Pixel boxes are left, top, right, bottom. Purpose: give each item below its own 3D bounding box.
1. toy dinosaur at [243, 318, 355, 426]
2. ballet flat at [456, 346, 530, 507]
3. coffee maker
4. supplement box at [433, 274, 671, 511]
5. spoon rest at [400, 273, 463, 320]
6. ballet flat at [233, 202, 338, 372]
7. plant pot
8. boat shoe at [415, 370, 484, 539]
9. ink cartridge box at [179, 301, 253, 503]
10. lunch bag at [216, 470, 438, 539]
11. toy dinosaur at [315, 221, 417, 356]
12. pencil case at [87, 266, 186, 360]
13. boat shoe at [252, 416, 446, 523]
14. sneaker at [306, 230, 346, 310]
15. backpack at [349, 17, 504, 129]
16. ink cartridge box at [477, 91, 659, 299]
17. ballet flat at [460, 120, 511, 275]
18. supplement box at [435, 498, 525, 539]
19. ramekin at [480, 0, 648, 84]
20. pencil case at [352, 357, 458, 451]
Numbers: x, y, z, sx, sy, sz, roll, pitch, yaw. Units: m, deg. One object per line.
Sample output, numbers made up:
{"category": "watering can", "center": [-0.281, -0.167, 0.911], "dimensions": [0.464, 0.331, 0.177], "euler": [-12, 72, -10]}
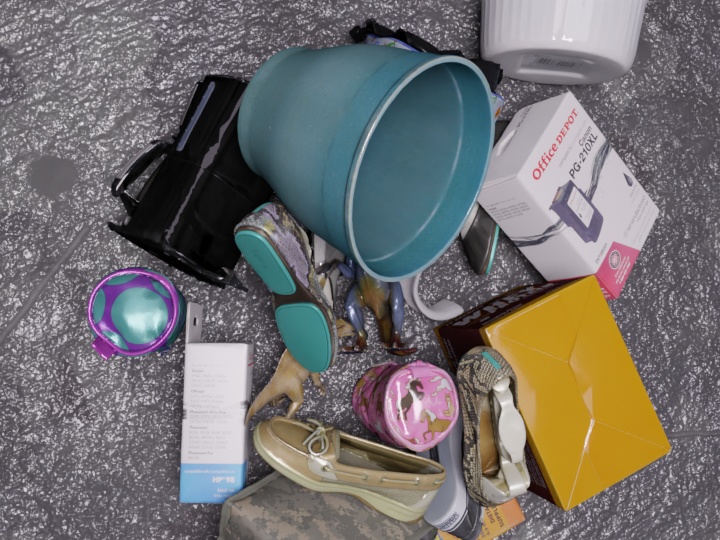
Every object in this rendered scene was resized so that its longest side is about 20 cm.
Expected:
{"category": "toy dinosaur", "center": [-0.081, 0.122, 0.855], "dimensions": [0.058, 0.102, 0.200], "euler": [26, 44, 24]}
{"category": "ballet flat", "center": [0.134, 0.170, 0.748], "dimensions": [0.067, 0.075, 0.203], "euler": [-19, 118, -17]}
{"category": "coffee maker", "center": [-0.146, -0.092, 0.831], "dimensions": [0.190, 0.135, 0.202], "euler": [24, 80, 21]}
{"category": "supplement box", "center": [0.201, 0.126, 0.863], "dimensions": [0.131, 0.200, 0.199], "euler": [-24, 90, -11]}
{"category": "spoon rest", "center": [0.065, -0.024, 0.880], "dimensions": [0.060, 0.099, 0.202], "euler": [-33, 120, -24]}
{"category": "ballet flat", "center": [-0.060, 0.014, 0.773], "dimensions": [0.072, 0.072, 0.202], "euler": [-31, 127, -12]}
{"category": "plant pot", "center": [-0.007, -0.119, 0.720], "dimensions": [0.187, 0.200, 0.201], "euler": [28, 78, 35]}
{"category": "boat shoe", "center": [0.109, 0.206, 0.871], "dimensions": [0.068, 0.201, 0.073], "euler": [36, 119, -26]}
{"category": "ink cartridge box", "center": [-0.152, 0.138, 0.836], "dimensions": [0.066, 0.116, 0.203], "euler": [2, 86, -5]}
{"category": "lunch bag", "center": [-0.030, 0.278, 0.800], "dimensions": [0.163, 0.199, 0.119], "euler": [29, 117, 27]}
{"category": "toy dinosaur", "center": [0.000, 0.000, 0.867], "dimensions": [0.103, 0.200, 0.184], "euler": [-5, 78, 8]}
{"category": "pencil case", "center": [-0.224, 0.047, 0.789], "dimensions": [0.085, 0.200, 0.092], "euler": [46, 78, -4]}
{"category": "boat shoe", "center": [-0.011, 0.188, 0.776], "dimensions": [0.199, 0.073, 0.064], "euler": [27, 110, -9]}
{"category": "sneaker", "center": [-0.027, -0.040, 0.901], "dimensions": [0.078, 0.074, 0.203], "euler": [7, 84, -15]}
{"category": "backpack", "center": [0.067, -0.190, 0.870], "dimensions": [0.198, 0.191, 0.156], "euler": [20, 96, -8]}
{"category": "ink cartridge box", "center": [0.243, -0.083, 0.909], "dimensions": [0.200, 0.084, 0.145], "euler": [45, 63, -20]}
{"category": "ballet flat", "center": [0.147, -0.094, 0.945], "dimensions": [0.067, 0.068, 0.203], "euler": [17, 72, 1]}
{"category": "supplement box", "center": [0.086, 0.304, 0.895], "dimensions": [0.198, 0.069, 0.067], "euler": [-27, 89, -8]}
{"category": "ramekin", "center": [0.234, -0.287, 0.911], "dimensions": [0.197, 0.200, 0.099], "euler": [7, 92, -10]}
{"category": "pencil case", "center": [0.044, 0.141, 0.832], "dimensions": [0.083, 0.200, 0.087], "euler": [-40, 92, -12]}
